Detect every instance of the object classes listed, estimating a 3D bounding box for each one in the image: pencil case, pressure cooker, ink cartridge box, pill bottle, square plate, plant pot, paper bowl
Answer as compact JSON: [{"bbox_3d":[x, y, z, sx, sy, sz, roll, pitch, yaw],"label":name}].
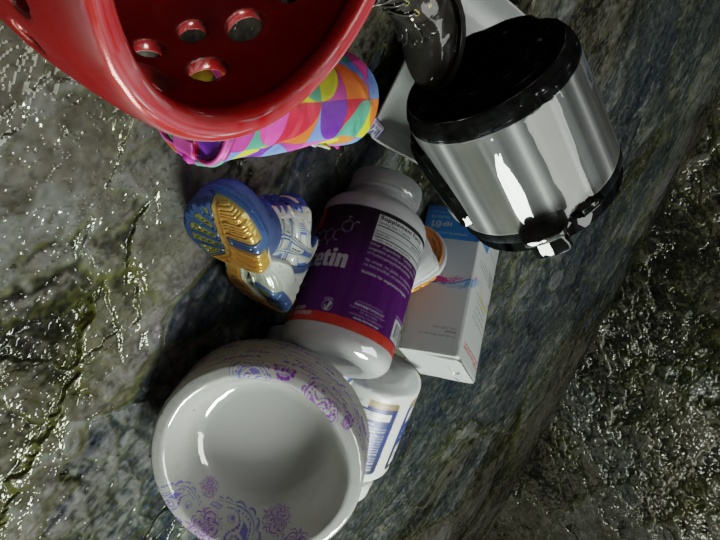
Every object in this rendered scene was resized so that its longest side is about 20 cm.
[{"bbox_3d":[-0.064,-0.126,0.623,0.199,0.088,0.089,-18,134,-53],"label":"pencil case"},{"bbox_3d":[0.156,-0.115,0.776,0.176,0.178,0.200,-48,125,-17],"label":"pressure cooker"},{"bbox_3d":[0.121,0.035,1.075,0.145,0.084,0.202,52,47,-64],"label":"ink cartridge box"},{"bbox_3d":[0.001,0.214,1.103,0.111,0.111,0.201,-20,136,-54],"label":"pill bottle"},{"bbox_3d":[0.000,0.000,0.816,0.113,0.112,0.201,63,40,-62],"label":"pill bottle"},{"bbox_3d":[0.113,-0.191,0.851,0.199,0.028,0.199,24,91,-38],"label":"square plate"},{"bbox_3d":[-0.099,-0.185,0.363,0.200,0.182,0.201,-42,151,-30],"label":"plant pot"},{"bbox_3d":[-0.091,0.162,0.776,0.104,0.199,0.202,-69,-178,-71],"label":"paper bowl"}]

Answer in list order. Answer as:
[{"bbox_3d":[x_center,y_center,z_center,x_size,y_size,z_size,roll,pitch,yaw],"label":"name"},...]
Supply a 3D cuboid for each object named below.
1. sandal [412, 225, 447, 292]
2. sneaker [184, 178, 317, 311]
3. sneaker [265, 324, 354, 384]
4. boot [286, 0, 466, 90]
[{"bbox_3d":[0.034,-0.006,0.950,0.206,0.079,0.060,-37,151,-36],"label":"sandal"},{"bbox_3d":[-0.086,-0.040,0.690,0.089,0.075,0.200,-61,166,-16],"label":"sneaker"},{"bbox_3d":[-0.063,0.139,0.917,0.200,0.080,0.148,7,106,-59],"label":"sneaker"},{"bbox_3d":[0.005,-0.222,0.647,0.174,0.069,0.201,-35,126,-39],"label":"boot"}]
